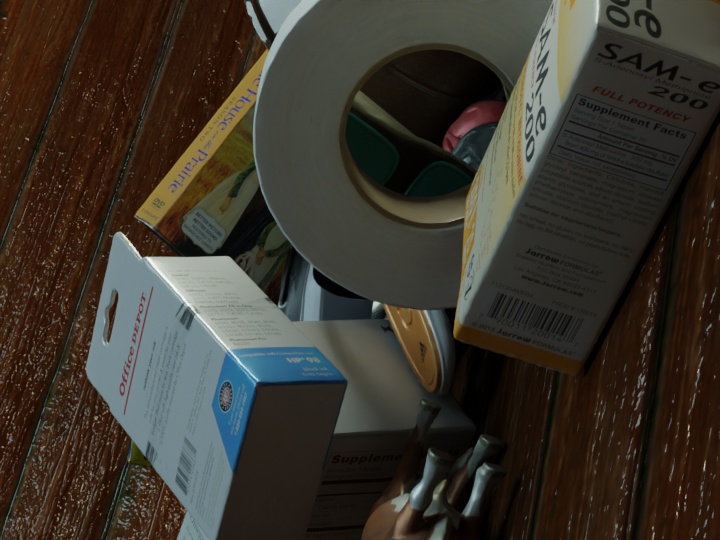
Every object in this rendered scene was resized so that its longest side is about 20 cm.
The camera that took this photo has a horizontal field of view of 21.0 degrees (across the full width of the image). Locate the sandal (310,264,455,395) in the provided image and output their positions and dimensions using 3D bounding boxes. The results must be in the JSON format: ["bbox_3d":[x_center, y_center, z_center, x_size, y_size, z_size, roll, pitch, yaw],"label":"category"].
[{"bbox_3d":[0.001,-0.005,1.252,0.079,0.059,0.207,102,151,-47],"label":"sandal"}]

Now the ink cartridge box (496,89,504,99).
[{"bbox_3d":[0.081,-0.183,1.570,0.146,0.084,0.200,-83,13,-62],"label":"ink cartridge box"}]

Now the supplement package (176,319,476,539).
[{"bbox_3d":[-0.027,0.144,1.276,0.117,0.117,0.200,54,133,44],"label":"supplement package"}]

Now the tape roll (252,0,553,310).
[{"bbox_3d":[0.040,-0.081,1.101,0.071,0.202,0.203,-98,26,-75],"label":"tape roll"}]

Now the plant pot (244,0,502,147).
[{"bbox_3d":[0.058,-0.210,1.270,0.198,0.200,0.200,-44,22,34],"label":"plant pot"}]

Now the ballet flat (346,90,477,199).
[{"bbox_3d":[0.024,-0.058,1.177,0.069,0.200,0.069,-47,11,12],"label":"ballet flat"}]

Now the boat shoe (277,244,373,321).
[{"bbox_3d":[-0.041,0.065,1.374,0.066,0.070,0.200,22,109,46],"label":"boat shoe"}]

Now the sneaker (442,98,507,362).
[{"bbox_3d":[0.066,-0.008,1.261,0.098,0.071,0.200,-87,14,-60],"label":"sneaker"}]

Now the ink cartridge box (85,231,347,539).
[{"bbox_3d":[-0.095,0.067,1.207,0.200,0.067,0.116,44,127,47],"label":"ink cartridge box"}]

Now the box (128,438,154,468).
[{"bbox_3d":[-0.131,0.109,1.408,0.200,0.064,0.070,148,130,-83],"label":"box"}]

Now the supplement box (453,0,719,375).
[{"bbox_3d":[0.113,-0.065,0.971,0.126,0.074,0.200,-81,11,-52],"label":"supplement box"}]

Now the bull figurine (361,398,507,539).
[{"bbox_3d":[0.038,0.153,1.090,0.200,0.065,0.121,-112,44,-77],"label":"bull figurine"}]

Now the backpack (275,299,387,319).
[{"bbox_3d":[-0.021,0.058,1.517,0.200,0.147,0.183,-77,9,-55],"label":"backpack"}]

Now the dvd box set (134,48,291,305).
[{"bbox_3d":[-0.052,-0.075,1.384,0.029,0.146,0.200,32,81,43],"label":"dvd box set"}]
